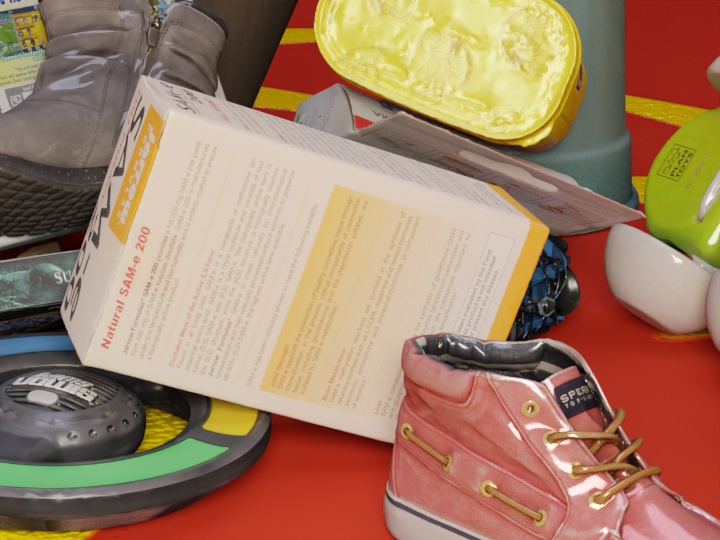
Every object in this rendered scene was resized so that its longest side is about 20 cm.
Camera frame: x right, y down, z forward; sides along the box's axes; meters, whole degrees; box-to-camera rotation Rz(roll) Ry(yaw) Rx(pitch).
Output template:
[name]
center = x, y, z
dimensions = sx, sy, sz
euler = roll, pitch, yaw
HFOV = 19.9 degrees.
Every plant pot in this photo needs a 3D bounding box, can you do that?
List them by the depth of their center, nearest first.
[plant pot]
center = 0.101, -0.146, 1.405
dimensions = 0.198, 0.198, 0.200
euler = 3, 18, -1

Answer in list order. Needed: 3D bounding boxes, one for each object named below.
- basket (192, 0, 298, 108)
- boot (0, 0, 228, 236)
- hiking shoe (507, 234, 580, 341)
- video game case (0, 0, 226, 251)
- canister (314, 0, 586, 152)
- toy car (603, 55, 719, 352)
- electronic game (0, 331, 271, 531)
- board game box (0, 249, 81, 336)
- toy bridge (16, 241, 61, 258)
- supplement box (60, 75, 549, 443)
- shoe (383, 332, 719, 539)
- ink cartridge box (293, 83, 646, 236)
[basket]
center = -0.122, -0.134, 1.216
dimensions = 0.135, 0.202, 0.180
euler = -8, -32, 38
[boot]
center = -0.158, -0.087, 1.045
dimensions = 0.199, 0.133, 0.070
euler = 9, -27, -34
[hiking shoe]
center = 0.080, 0.007, 1.136
dimensions = 0.086, 0.075, 0.200
euler = 3, 19, 2
[video game case]
center = -0.169, -0.110, 1.089
dimensions = 0.199, 0.184, 0.022
euler = -16, -5, -36
[canister]
center = 0.061, -0.128, 1.219
dimensions = 0.147, 0.087, 0.200
euler = 23, 3, 8
[toy car]
center = 0.251, -0.021, 1.160
dimensions = 0.150, 0.176, 0.200
euler = 32, -3, -37
[electronic game]
center = -0.141, 0.070, 0.971
dimensions = 0.198, 0.042, 0.200
euler = 3, 19, -1
[board game box]
center = -0.207, 0.021, 1.032
dimensions = 0.199, 0.028, 0.135
euler = -10, -7, -35
[toy bridge]
center = -0.091, -0.001, 1.131
dimensions = 0.198, 0.068, 0.027
euler = -13, 11, 21
[supplement box]
center = -0.028, 0.000, 0.979
dimensions = 0.198, 0.127, 0.074
euler = 17, 13, -22
[shoe]
center = 0.096, 0.089, 0.868
dimensions = 0.199, 0.092, 0.071
euler = 16, 22, 34
[ink cartridge box]
center = 0.059, -0.066, 1.192
dimensions = 0.160, 0.051, 0.200
euler = 21, -13, -18
